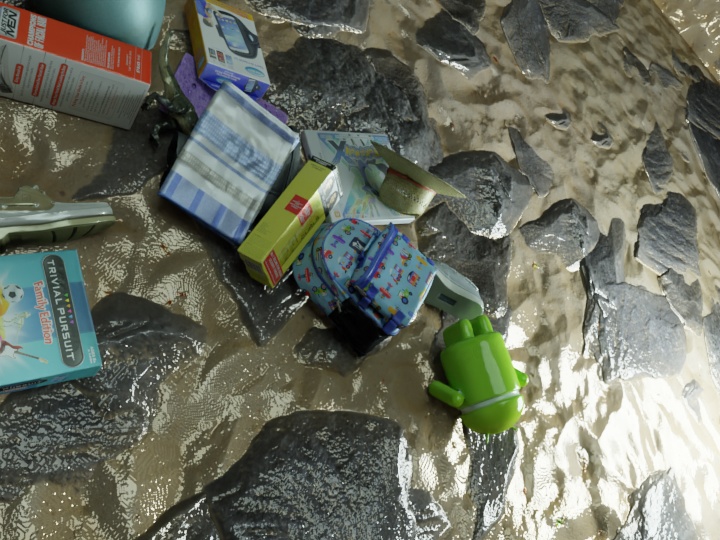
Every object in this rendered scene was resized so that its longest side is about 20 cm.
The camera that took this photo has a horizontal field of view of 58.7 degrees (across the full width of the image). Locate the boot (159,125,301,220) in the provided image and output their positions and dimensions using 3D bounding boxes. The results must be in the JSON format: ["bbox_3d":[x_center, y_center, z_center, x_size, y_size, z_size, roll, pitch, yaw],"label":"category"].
[{"bbox_3d":[-0.196,-0.170,0.983,0.197,0.065,0.169,13,77,-29],"label":"boot"}]

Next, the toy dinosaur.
[{"bbox_3d":[-0.281,-0.238,0.954,0.088,0.047,0.203,-41,129,-33],"label":"toy dinosaur"}]

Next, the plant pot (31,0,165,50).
[{"bbox_3d":[-0.364,-0.380,0.920,0.200,0.197,0.137,-42,131,-42],"label":"plant pot"}]

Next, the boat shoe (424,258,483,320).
[{"bbox_3d":[0.140,0.020,1.163,0.199,0.070,0.072,31,33,-19],"label":"boat shoe"}]

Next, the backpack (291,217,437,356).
[{"bbox_3d":[0.000,0.000,1.017,0.200,0.134,0.183,44,48,-6],"label":"backpack"}]

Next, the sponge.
[{"bbox_3d":[-0.219,-0.261,1.053,0.198,0.030,0.113,27,54,-24],"label":"sponge"}]

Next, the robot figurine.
[{"bbox_3d":[0.207,0.184,1.088,0.172,0.115,0.204,-9,73,-32],"label":"robot figurine"}]

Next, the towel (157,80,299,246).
[{"bbox_3d":[-0.187,-0.156,0.936,0.146,0.024,0.203,34,74,-27],"label":"towel"}]

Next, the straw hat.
[{"bbox_3d":[0.084,-0.144,1.149,0.199,0.201,0.086,27,98,-23],"label":"straw hat"}]

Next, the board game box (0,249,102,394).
[{"bbox_3d":[-0.415,0.062,0.730,0.197,0.047,0.154,-8,73,-39],"label":"board game box"}]

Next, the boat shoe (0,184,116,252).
[{"bbox_3d":[-0.405,-0.070,0.786,0.197,0.074,0.070,-13,81,-39],"label":"boat shoe"}]

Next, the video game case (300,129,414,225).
[{"bbox_3d":[-0.003,-0.170,1.174,0.197,0.022,0.186,-6,72,-39],"label":"video game case"}]

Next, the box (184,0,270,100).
[{"bbox_3d":[-0.222,-0.370,1.071,0.117,0.041,0.203,8,51,-39],"label":"box"}]

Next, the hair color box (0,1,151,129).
[{"bbox_3d":[-0.398,-0.272,0.870,0.197,0.111,0.065,9,61,-34],"label":"hair color box"}]

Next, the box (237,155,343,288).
[{"bbox_3d":[-0.103,-0.076,0.975,0.049,0.076,0.201,25,64,23],"label":"box"}]
